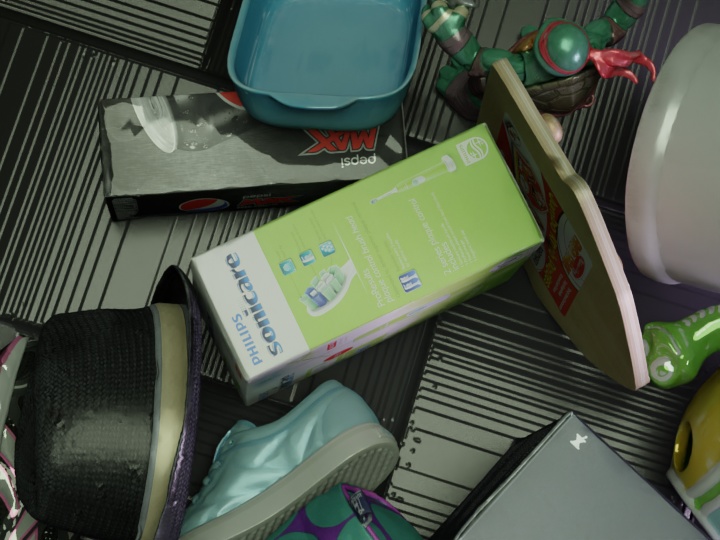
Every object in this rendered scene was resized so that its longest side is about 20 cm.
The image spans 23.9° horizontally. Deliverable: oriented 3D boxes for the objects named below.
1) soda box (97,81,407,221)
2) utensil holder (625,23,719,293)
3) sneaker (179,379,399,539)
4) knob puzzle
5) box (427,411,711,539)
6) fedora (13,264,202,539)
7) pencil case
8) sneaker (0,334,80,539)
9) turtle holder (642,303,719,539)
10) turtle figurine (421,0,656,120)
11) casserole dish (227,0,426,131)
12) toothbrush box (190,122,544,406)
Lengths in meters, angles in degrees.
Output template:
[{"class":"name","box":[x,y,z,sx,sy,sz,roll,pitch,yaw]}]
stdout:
[{"class":"soda box","box":[-0.070,-0.080,1.123,0.199,0.063,0.071,-4,79,-5]},{"class":"utensil holder","box":[0.289,-0.051,1.049,0.200,0.170,0.170,17,77,30]},{"class":"sneaker","box":[-0.074,0.144,1.087,0.200,0.074,0.082,-32,53,-4]},{"class":"knob puzzle","box":[0.133,-0.019,1.056,0.030,0.220,0.220,-26,82,-9]},{"class":"box","box":[0.149,0.196,1.024,0.200,0.182,0.104,43,79,5]},{"class":"fedora","box":[-0.155,0.088,1.014,0.091,0.201,0.201,8,78,-16]},{"class":"pencil case","box":[-0.051,0.218,1.036,0.200,0.092,0.085,-42,128,5]},{"class":"sneaker","box":[-0.217,0.145,1.075,0.086,0.080,0.201,16,76,-24]},{"class":"turtle holder","box":[0.258,0.110,1.060,0.132,0.186,0.141,-37,40,7]},{"class":"turtle figurine","box":[0.113,-0.144,1.076,0.149,0.200,0.101,-5,85,-7]},{"class":"casserole dish","box":[-0.020,-0.149,1.107,0.121,0.039,0.200,4,40,4]},{"class":"toothbrush box","box":[0.000,0.000,1.070,0.200,0.146,0.086,-24,82,-9]}]
